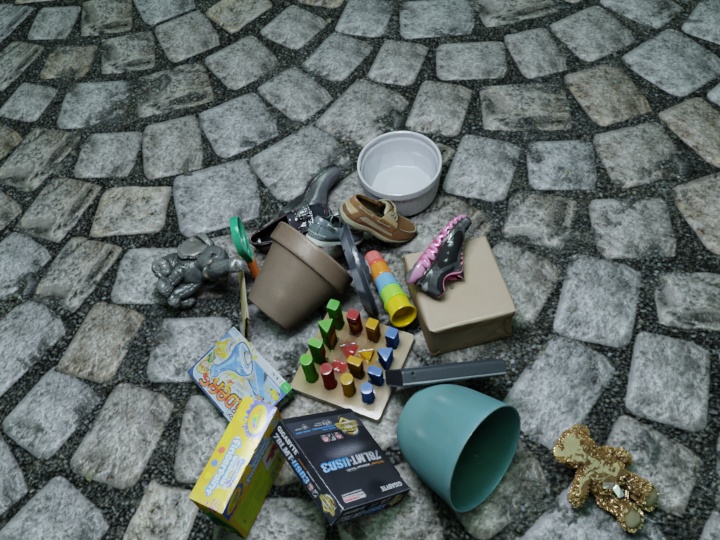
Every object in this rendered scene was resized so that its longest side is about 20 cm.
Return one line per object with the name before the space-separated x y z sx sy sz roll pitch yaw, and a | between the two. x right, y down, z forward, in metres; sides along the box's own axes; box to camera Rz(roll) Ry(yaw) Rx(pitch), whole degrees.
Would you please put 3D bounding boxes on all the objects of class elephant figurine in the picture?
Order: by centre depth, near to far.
elephant figurine | -0.343 -0.010 1.542 0.199 0.142 0.156 -29 71 4

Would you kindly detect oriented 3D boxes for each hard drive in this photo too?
hard drive | 0.157 0.193 1.325 0.198 0.140 0.033 -5 82 -11

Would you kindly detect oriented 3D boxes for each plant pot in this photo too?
plant pot | 0.161 0.296 1.249 0.160 0.201 0.201 25 61 40
plant pot | -0.144 0.024 1.484 0.200 0.200 0.175 36 83 27

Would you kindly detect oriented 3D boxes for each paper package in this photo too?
paper package | 0.204 0.049 1.459 0.189 0.104 0.201 -14 55 -2

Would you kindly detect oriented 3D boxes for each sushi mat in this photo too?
sushi mat | -0.255 0.045 1.526 0.012 0.096 0.202 -3 55 -12

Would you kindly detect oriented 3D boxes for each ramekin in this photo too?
ramekin | 0.095 -0.221 1.653 0.198 0.105 0.202 -3 56 5

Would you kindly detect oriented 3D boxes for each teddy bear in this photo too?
teddy bear | 0.430 0.369 1.248 0.198 0.067 0.146 24 71 14

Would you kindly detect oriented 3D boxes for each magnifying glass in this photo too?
magnifying glass | -0.244 -0.038 1.514 0.022 0.201 0.080 -13 51 -1

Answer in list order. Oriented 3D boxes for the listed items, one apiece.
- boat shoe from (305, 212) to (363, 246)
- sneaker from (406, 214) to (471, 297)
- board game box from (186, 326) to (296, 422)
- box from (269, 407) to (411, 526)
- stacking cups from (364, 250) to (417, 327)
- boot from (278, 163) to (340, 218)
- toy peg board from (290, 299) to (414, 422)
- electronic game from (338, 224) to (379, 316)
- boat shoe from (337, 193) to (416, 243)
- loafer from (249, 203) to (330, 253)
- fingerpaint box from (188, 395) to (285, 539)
boat shoe | -0.046 -0.095 1.549 0.072 0.062 0.199 27 20 26
sneaker | 0.178 -0.026 1.419 0.095 0.079 0.200 38 66 3
board game box | -0.243 0.227 1.426 0.135 0.035 0.200 -45 62 -11
box | -0.034 0.341 1.250 0.199 0.199 0.050 47 115 32
stacking cups | 0.053 0.032 1.501 0.060 0.061 0.201 -22 46 -8
boot | -0.084 -0.147 1.656 0.131 0.070 0.200 37 80 24
toy peg board | -0.019 0.168 1.411 0.197 0.098 0.201 17 60 18
electronic game | 0.000 0.000 1.458 0.041 0.201 0.201 -19 56 1
boat shoe | 0.048 -0.117 1.552 0.198 0.074 0.076 13 45 -34
loafer | -0.161 -0.095 1.585 0.199 0.063 0.073 -25 73 19
fingerpaint box | -0.209 0.355 1.267 0.073 0.167 0.201 17 60 18
